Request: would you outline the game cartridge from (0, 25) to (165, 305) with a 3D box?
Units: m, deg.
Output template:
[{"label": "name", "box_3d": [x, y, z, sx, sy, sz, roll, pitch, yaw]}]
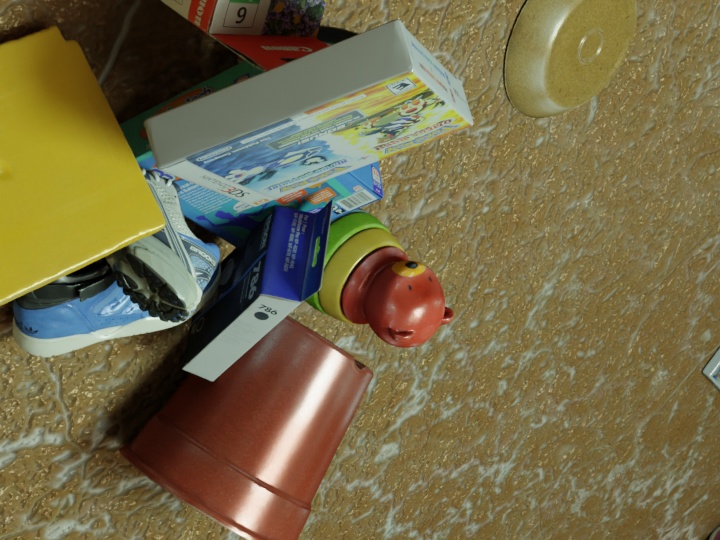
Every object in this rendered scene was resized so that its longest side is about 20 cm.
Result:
[{"label": "game cartridge", "box_3d": [-0.267, -0.070, 1.009, 0.200, 0.032, 0.177, -27, 93, -30]}]

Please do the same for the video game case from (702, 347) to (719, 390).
[{"label": "video game case", "box_3d": [0.641, 0.144, 2.269, 0.143, 0.018, 0.200, -53, 144, 1]}]

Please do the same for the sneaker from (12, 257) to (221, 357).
[{"label": "sneaker", "box_3d": [-0.203, -0.004, 1.181, 0.199, 0.077, 0.111, -17, 141, -30]}]

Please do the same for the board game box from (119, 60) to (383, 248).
[{"label": "board game box", "box_3d": [-0.095, -0.091, 1.181, 0.152, 0.045, 0.200, -22, 149, 24]}]

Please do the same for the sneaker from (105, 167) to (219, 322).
[{"label": "sneaker", "box_3d": [-0.194, -0.052, 1.108, 0.200, 0.077, 0.085, 48, 51, -12]}]

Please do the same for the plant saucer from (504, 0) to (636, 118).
[{"label": "plant saucer", "box_3d": [0.240, -0.250, 1.494, 0.200, 0.035, 0.201, -28, 138, -29]}]

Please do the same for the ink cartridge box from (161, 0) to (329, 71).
[{"label": "ink cartridge box", "box_3d": [-0.086, -0.211, 1.032, 0.109, 0.200, 0.050, -7, 126, -44]}]

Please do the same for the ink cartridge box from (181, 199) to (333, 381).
[{"label": "ink cartridge box", "box_3d": [-0.094, 0.014, 1.221, 0.039, 0.100, 0.200, 25, 140, -23]}]

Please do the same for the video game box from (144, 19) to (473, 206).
[{"label": "video game box", "box_3d": [-0.032, -0.110, 1.021, 0.199, 0.047, 0.182, -19, 171, 16]}]

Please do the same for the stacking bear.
[{"label": "stacking bear", "box_3d": [0.000, 0.000, 1.301, 0.121, 0.200, 0.114, -14, 129, -41]}]

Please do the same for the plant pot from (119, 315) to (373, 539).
[{"label": "plant pot", "box_3d": [-0.098, 0.143, 1.338, 0.196, 0.200, 0.201, -59, 144, -6]}]

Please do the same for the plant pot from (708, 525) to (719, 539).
[{"label": "plant pot", "box_3d": [0.739, 0.578, 2.607, 0.200, 0.200, 0.179, -36, 125, -21]}]

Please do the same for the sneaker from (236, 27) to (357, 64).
[{"label": "sneaker", "box_3d": [-0.037, -0.160, 1.244, 0.201, 0.067, 0.108, 2, 120, -46]}]
